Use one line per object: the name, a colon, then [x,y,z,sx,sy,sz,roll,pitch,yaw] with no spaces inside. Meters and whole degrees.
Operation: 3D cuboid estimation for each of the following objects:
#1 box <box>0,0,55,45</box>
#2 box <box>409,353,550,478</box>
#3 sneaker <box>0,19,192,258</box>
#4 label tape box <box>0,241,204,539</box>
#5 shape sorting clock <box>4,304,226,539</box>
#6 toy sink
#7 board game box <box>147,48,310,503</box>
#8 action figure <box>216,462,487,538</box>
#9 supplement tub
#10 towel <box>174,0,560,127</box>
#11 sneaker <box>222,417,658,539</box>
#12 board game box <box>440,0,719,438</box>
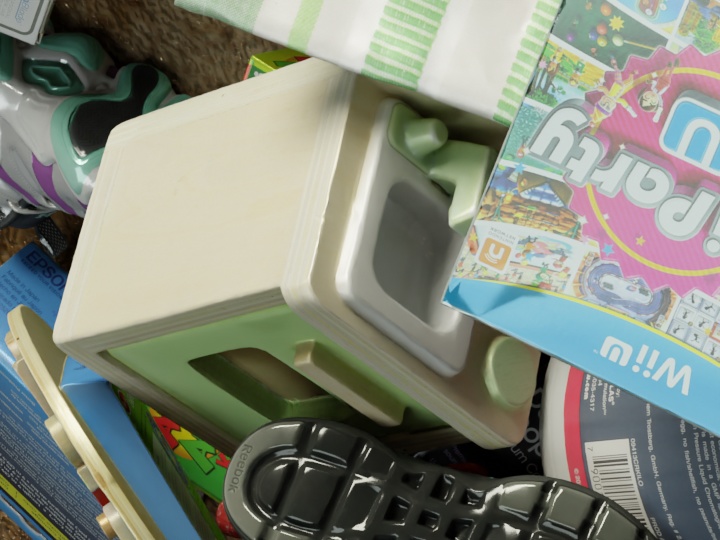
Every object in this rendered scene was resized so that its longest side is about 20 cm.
box: [-0.214,-0.193,1.204,0.199,0.060,0.117,20,130,-6]
box: [0.069,0.125,1.186,0.200,0.036,0.143,-36,102,17]
sneaker: [-0.142,-0.047,1.334,0.200,0.078,0.140,41,146,25]
label tape box: [-0.153,0.091,1.456,0.143,0.066,0.200,42,157,11]
shape sorting clock: [-0.093,0.100,1.151,0.200,0.039,0.200,60,179,3]
toy sink: [0.000,0.000,1.055,0.200,0.112,0.130,-14,142,40]
board game box: [-0.028,0.012,1.218,0.101,0.048,0.201,31,115,24]
action figure: [0.038,0.115,1.140,0.199,0.052,0.066,7,107,-3]
supplement tub: [0.179,0.058,1.026,0.200,0.140,0.141,-9,114,49]
towel: [0.052,-0.132,0.968,0.199,0.153,0.023,21,177,7]
sneaker: [0.046,0.110,1.048,0.199,0.076,0.079,23,172,17]
board game box: [0.133,-0.052,0.886,0.147,0.064,0.201,25,110,12]
